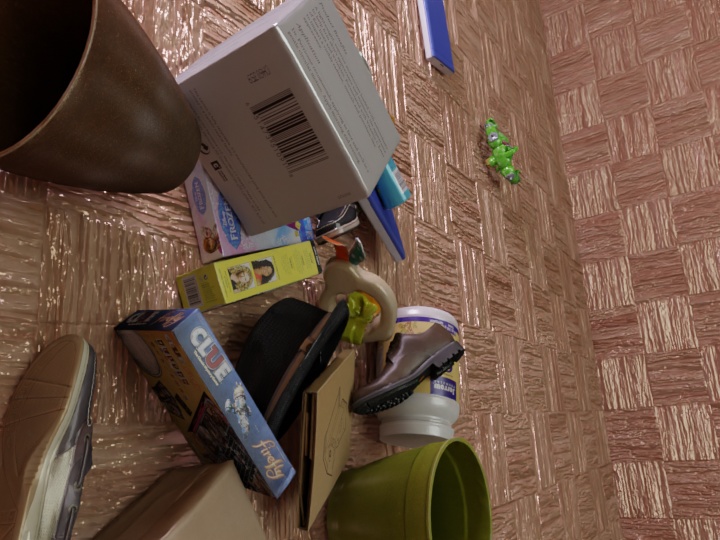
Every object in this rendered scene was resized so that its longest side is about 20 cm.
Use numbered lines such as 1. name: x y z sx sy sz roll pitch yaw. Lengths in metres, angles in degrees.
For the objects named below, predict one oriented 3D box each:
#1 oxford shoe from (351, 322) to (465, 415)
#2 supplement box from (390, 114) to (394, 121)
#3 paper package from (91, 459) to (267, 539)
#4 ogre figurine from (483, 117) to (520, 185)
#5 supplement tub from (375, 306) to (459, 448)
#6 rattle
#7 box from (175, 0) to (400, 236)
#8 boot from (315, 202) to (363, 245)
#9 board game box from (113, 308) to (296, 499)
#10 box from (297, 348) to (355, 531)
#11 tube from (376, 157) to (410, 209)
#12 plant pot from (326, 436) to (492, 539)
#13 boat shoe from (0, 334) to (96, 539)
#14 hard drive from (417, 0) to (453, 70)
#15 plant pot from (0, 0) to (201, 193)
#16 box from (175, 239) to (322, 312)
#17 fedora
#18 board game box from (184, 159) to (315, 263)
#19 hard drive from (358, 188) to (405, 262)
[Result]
1. oxford shoe: 0.058 0.144 0.889 0.196 0.074 0.085 -28 65 -26
2. supplement box: -0.009 -0.260 1.050 0.198 0.065 0.071 5 75 -57
3. paper package: -0.168 0.319 0.557 0.190 0.101 0.206 -38 110 -56
4. ogre figurine: 0.414 -0.342 1.738 0.120 0.095 0.207 -48 131 -66
5. supplement tub: 0.094 0.179 0.988 0.145 0.142 0.206 34 51 -47
6. rattle: 0.000 0.000 0.902 0.143 0.127 0.205 -50 131 -42
7. box: -0.089 -0.176 0.688 0.202 0.195 0.132 58 39 -26
8. boot: -0.053 -0.135 0.910 0.154 0.071 0.201 66 19 -16
9. board game box: -0.158 0.133 0.603 0.035 0.133 0.204 -41 116 -38
10. box: -0.041 0.209 0.777 0.200 0.020 0.170 -30 123 -77
11. tube: 0.020 -0.201 0.968 0.078 0.049 0.204 -100 164 -73
12. plant pot: 0.059 0.344 0.829 0.199 0.188 0.208 26 58 -52
13. boat shoe: -0.260 0.159 0.500 0.065 0.070 0.206 49 38 -55
14. hard drive: 0.192 -0.622 1.525 0.130 0.025 0.208 5 76 -57
15. plant pot: -0.242 -0.153 0.554 0.199 0.181 0.194 32 52 -65
16. box: -0.133 0.006 0.752 0.198 0.074 0.052 -20 94 -57
17. fedora: -0.095 0.109 0.737 0.090 0.204 0.201 29 37 8
18. board game box: -0.151 -0.125 0.796 0.198 0.040 0.207 -16 93 -59
19. hard drive: 0.025 -0.119 1.018 0.201 0.025 0.135 53 19 -56
